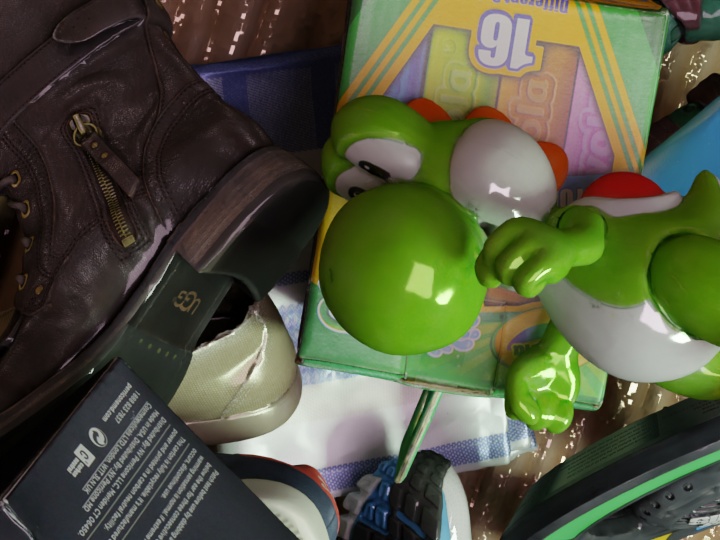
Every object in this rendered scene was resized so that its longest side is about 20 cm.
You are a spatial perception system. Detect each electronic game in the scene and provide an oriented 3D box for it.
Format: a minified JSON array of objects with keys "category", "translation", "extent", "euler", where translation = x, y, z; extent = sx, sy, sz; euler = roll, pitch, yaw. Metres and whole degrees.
[{"category":"electronic game","translation":[0.153,0.087,1.102],"extent":[0.199,0.200,0.042],"euler":[-15,73,-18]}]

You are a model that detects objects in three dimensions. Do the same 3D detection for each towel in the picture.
[{"category":"towel","translation":[0.000,0.000,1.098],"extent":[0.146,0.024,0.201],"euler":[-10,106,-17]}]

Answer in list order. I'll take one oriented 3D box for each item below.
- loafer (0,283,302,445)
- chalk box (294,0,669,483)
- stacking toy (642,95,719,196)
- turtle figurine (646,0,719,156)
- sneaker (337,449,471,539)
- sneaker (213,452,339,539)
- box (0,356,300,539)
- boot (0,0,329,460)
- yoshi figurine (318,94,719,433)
[{"category":"loafer","translation":[-0.120,0.037,1.019],"extent":[0.199,0.076,0.069],"euler":[-10,127,-18]},{"category":"chalk box","translation":[0.044,-0.017,1.014],"extent":[0.123,0.124,0.201],"euler":[8,100,0]},{"category":"stacking toy","translation":[0.183,-0.004,1.093],"extent":[0.116,0.200,0.110],"euler":[-38,74,-8]},{"category":"turtle figurine","translation":[0.191,-0.119,1.105],"extent":[0.199,0.101,0.150],"euler":[-28,104,-3]},{"category":"sneaker","translation":[0.040,0.158,1.131],"extent":[0.086,0.075,0.201],"euler":[-20,127,-28]},{"category":"sneaker","translation":[-0.101,0.114,1.016],"extent":[0.199,0.085,0.075],"euler":[-7,102,14]},{"category":"box","translation":[-0.101,0.168,0.905],"extent":[0.182,0.104,0.200],"euler":[47,121,-7]},{"category":"boot","translation":[-0.123,-0.028,0.976],"extent":[0.200,0.174,0.069],"euler":[-43,155,-2]},{"category":"yoshi figurine","translation":[0.067,0.013,0.904],"extent":[0.199,0.112,0.113],"euler":[26,109,5]}]
